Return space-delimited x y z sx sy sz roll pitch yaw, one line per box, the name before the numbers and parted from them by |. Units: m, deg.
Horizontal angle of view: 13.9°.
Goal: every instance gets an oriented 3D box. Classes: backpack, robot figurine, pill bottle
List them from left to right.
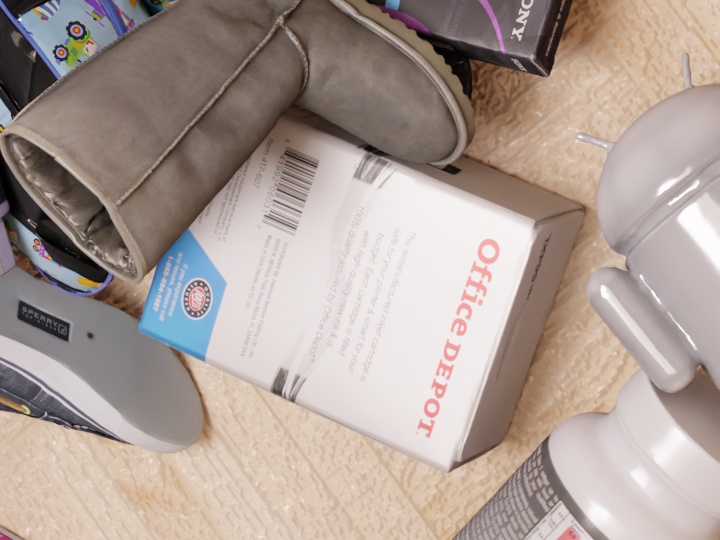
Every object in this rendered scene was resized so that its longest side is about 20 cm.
backpack | -0.156 -0.098 1.557 0.200 0.134 0.183 51 149 14
pill bottle | 0.120 0.146 1.538 0.116 0.116 0.200 46 112 12
robot figurine | 0.197 -0.012 1.485 0.170 0.113 0.200 -35 81 -15

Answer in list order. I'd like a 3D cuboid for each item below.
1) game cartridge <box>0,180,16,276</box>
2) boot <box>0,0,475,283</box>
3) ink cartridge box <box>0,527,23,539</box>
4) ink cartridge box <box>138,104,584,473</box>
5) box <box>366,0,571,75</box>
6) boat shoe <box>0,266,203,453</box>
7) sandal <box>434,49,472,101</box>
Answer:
game cartridge | -0.243 -0.096 1.524 0.130 0.038 0.200 16 130 44
boot | -0.057 -0.066 1.463 0.182 0.200 0.073 39 140 -2
ink cartridge box | -0.227 0.199 1.743 0.200 0.037 0.095 26 107 16
ink cartridge box | 0.000 0.000 1.588 0.200 0.084 0.146 24 106 19
box | 0.026 -0.194 1.548 0.200 0.036 0.143 15 84 20
boat shoe | -0.186 0.054 1.649 0.091 0.200 0.071 -31 39 37
sandal | -0.023 -0.126 1.603 0.200 0.045 0.075 21 82 24
